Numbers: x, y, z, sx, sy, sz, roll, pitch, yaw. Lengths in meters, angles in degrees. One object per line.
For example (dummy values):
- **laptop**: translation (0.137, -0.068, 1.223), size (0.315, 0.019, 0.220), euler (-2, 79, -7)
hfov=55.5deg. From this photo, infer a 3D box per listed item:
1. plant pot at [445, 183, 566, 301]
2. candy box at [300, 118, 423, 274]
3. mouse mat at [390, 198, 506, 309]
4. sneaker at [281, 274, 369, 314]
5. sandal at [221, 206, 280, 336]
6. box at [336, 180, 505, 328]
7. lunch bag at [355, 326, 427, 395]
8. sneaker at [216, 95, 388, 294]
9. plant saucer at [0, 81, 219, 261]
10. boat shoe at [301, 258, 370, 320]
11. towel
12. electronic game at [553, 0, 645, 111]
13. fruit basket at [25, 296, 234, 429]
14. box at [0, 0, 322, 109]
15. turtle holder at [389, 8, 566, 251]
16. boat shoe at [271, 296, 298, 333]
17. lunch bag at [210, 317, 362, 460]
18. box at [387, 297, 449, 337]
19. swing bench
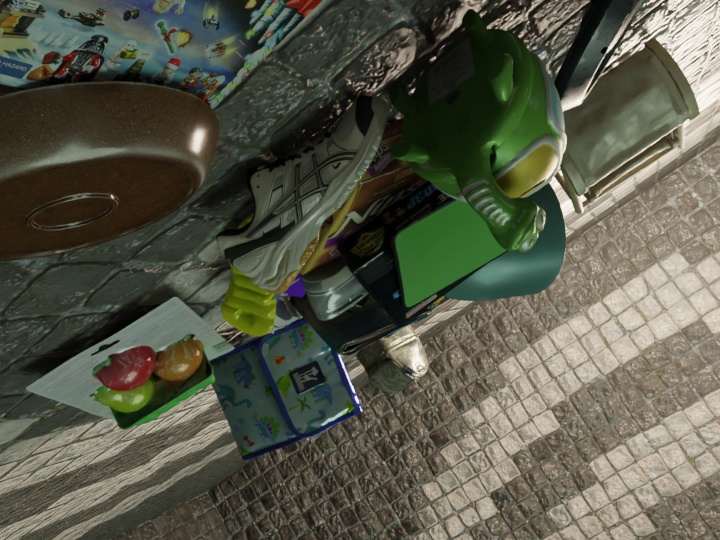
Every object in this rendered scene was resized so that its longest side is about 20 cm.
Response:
- **plant pot**: translation (0.160, -0.046, 0.967), size (0.161, 0.201, 0.201), euler (-13, 160, -26)
- **candy box**: translation (-0.004, -0.078, 0.755), size (0.117, 0.057, 0.200), euler (-25, 164, -31)
- **mouse mat**: translation (0.109, -0.032, 0.747), size (0.161, 0.008, 0.200), euler (-29, 156, -7)
- **sneaker**: translation (-0.036, 0.016, 0.918), size (0.200, 0.100, 0.070), euler (-17, 158, -51)
- **sandal**: translation (-0.102, -0.017, 0.747), size (0.200, 0.079, 0.087), euler (122, -9, -47)
- **box**: translation (0.089, -0.034, 0.800), size (0.200, 0.046, 0.159), euler (-36, 145, 2)
- **lunch bag**: translation (0.099, 0.261, 1.982), size (0.139, 0.168, 0.200), euler (-24, 164, -33)
- **sneaker**: translation (-0.054, -0.079, 0.603), size (0.200, 0.088, 0.076), euler (-56, -174, 3)
- **plant saucer**: translation (-0.177, -0.048, 0.410), size (0.200, 0.035, 0.200), euler (-19, 173, -2)
- **boat shoe**: translation (0.000, 0.000, 0.880), size (0.070, 0.072, 0.201), euler (10, -150, 37)
- **towel**: translation (-0.008, 0.048, 0.992), size (0.146, 0.022, 0.200), euler (-25, -151, -17)
- **electronic game**: translation (0.229, -0.237, 0.628), size (0.200, 0.042, 0.200), euler (-55, 169, -16)
- **fruit basket**: translation (-0.262, 0.107, 0.813), size (0.185, 0.094, 0.200), euler (-32, 151, -4)
- **box**: translation (-0.109, -0.138, 0.324), size (0.137, 0.040, 0.200), euler (-38, 166, 22)
- **turtle holder**: translation (0.117, -0.117, 0.585), size (0.132, 0.186, 0.141), euler (30, 105, -35)
- **boat shoe**: translation (-0.138, 0.058, 0.918), size (0.070, 0.071, 0.200), euler (-35, 174, 0)
- **lunch bag**: translation (-0.115, 0.174, 1.052), size (0.200, 0.170, 0.127), euler (-22, -178, 13)
- **box**: translation (0.073, 0.024, 1.183), size (0.136, 0.038, 0.200), euler (-31, 144, -3)
- **swing bench**: translation (0.377, -0.205, 1.023), size (0.199, 0.130, 0.200), euler (-35, 166, 10)
